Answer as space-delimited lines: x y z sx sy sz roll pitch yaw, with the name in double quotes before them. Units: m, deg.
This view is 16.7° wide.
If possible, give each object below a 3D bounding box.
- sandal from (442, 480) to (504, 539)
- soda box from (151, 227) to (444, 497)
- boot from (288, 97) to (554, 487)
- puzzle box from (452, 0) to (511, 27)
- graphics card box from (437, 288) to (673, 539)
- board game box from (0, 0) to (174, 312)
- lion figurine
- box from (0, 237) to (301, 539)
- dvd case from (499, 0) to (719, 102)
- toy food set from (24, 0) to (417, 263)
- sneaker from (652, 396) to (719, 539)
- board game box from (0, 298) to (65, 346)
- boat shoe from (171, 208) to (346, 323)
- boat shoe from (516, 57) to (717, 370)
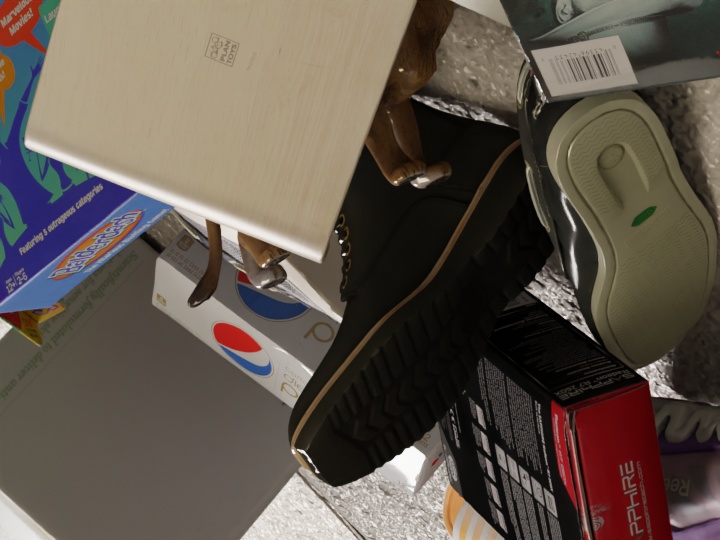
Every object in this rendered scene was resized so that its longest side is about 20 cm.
"sandal" 0.107 0.157 1.406 0.206 0.059 0.079 18 111 47
"soda box" -0.025 0.041 1.440 0.200 0.068 0.064 36 153 12
"boot" 0.000 0.000 1.209 0.138 0.200 0.078 28 157 34
"puzzle box" 0.024 -0.173 1.032 0.200 0.025 0.133 24 149 -4
"graphics card box" 0.091 0.085 1.236 0.200 0.051 0.126 -142 37 -63
"board game box" -0.161 -0.101 1.206 0.152 0.045 0.200 -36 70 40
"lion figurine" -0.028 -0.075 1.150 0.200 0.072 0.123 -31 79 25
"box" -0.163 0.122 1.600 0.200 0.199 0.171 42 153 -1
"dvd case" 0.106 -0.156 0.964 0.146 0.022 0.200 -7 129 27
"toy food set" -0.053 -0.108 1.056 0.143 0.060 0.200 22 122 2
"sneaker" 0.186 0.113 1.221 0.080 0.089 0.200 9 178 -35
"board game box" -0.217 -0.058 1.382 0.096 0.030 0.200 43 -154 -57
"boat shoe" -0.025 -0.015 1.374 0.200 0.075 0.093 34 172 11
"boat shoe" 0.119 -0.029 1.160 0.068 0.072 0.200 50 170 41
